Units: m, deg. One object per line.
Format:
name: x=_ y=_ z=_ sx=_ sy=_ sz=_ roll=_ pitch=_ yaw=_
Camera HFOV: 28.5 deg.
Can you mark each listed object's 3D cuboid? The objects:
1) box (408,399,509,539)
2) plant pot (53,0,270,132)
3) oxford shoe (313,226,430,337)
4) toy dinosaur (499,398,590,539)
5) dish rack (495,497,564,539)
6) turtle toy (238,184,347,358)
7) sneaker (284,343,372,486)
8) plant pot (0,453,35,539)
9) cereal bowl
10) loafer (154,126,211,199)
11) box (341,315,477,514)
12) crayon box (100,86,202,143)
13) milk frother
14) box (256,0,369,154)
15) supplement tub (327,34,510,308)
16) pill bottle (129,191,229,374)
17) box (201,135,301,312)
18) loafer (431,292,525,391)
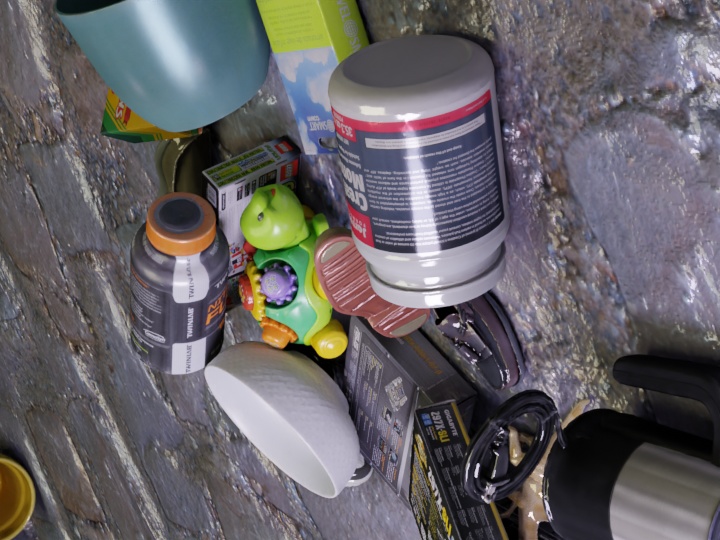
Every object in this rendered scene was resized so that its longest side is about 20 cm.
box: x=0.096 y=0.254 z=1.371 sx=0.161 sy=0.049 sz=0.201 roll=93 pitch=162 yaw=-48
plant pot: x=-0.181 y=-0.239 z=1.430 sx=0.200 sy=0.200 sz=0.162 roll=18 pitch=141 yaw=53
oxford shoe: x=0.000 y=0.000 z=1.368 sx=0.074 sy=0.070 sz=0.200 roll=64 pitch=-171 yaw=32
toy dinosaur: x=0.169 y=0.185 z=1.332 sx=0.101 sy=0.058 sz=0.202 roll=36 pitch=117 yaw=40
dish rack: x=0.180 y=0.327 z=1.418 sx=0.153 sy=0.054 sz=0.202 roll=22 pitch=125 yaw=53
turtle toy: x=-0.078 y=-0.003 z=1.500 sx=0.146 sy=0.100 sz=0.202 roll=-121 pitch=27 yaw=-50
sneaker: x=-0.050 y=0.160 z=1.659 sx=0.201 sy=0.075 sz=0.088 roll=54 pitch=151 yaw=16
plant pot: x=-0.848 y=0.498 z=3.189 sx=0.188 sy=0.199 sz=0.203 roll=14 pitch=126 yaw=63
cereal bowl: x=-0.073 y=0.150 z=1.553 sx=0.200 sy=0.083 sz=0.201 roll=39 pitch=158 yaw=18
loafer: x=-0.201 y=-0.109 z=1.708 sx=0.069 sy=0.075 sz=0.201 roll=38 pitch=148 yaw=17
box: x=0.045 y=0.149 z=1.515 sx=0.158 sy=0.048 sz=0.201 roll=45 pitch=148 yaw=31
crayon box: x=-0.229 y=-0.216 z=1.612 sx=0.199 sy=0.050 sz=0.128 roll=2 pitch=81 yaw=58
milk frother: x=0.207 y=0.172 z=1.100 sx=0.187 sy=0.199 sz=0.182 roll=12 pitch=120 yaw=55
box: x=-0.039 y=-0.212 z=1.353 sx=0.122 sy=0.047 sz=0.202 roll=8 pitch=120 yaw=58
supplement tub: x=0.053 y=-0.085 z=1.205 sx=0.140 sy=0.140 sz=0.202 roll=27 pitch=136 yaw=48
pill bottle: x=-0.193 y=0.010 z=1.509 sx=0.106 sy=0.106 sz=0.201 roll=46 pitch=147 yaw=28
box: x=-0.122 y=-0.046 z=1.572 sx=0.035 sy=0.109 sz=0.201 roll=45 pitch=146 yaw=31
loafer: x=0.081 y=0.030 z=1.337 sx=0.201 sy=0.063 sz=0.072 roll=61 pitch=152 yaw=4
